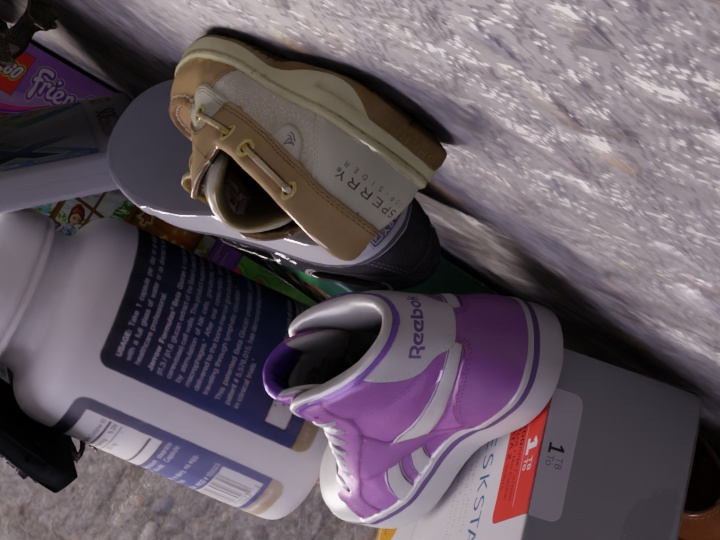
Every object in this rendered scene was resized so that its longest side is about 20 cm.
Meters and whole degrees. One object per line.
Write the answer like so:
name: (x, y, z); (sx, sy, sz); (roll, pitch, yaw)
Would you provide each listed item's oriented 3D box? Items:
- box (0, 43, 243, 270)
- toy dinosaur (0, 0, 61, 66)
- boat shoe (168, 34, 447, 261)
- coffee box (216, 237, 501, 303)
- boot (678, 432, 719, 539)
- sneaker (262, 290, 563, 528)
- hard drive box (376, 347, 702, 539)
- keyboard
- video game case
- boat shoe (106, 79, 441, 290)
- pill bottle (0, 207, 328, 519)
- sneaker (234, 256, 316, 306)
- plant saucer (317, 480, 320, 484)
box: (-0.162, -0.033, 1.332); (0.199, 0.137, 0.039); (30, 174, 26)
toy dinosaur: (-0.208, -0.093, 1.171); (0.077, 0.201, 0.102); (25, 138, -17)
boat shoe: (-0.039, -0.048, 0.960); (0.074, 0.067, 0.200); (37, 172, -23)
coffee box: (0.000, 0.000, 1.192); (0.199, 0.044, 0.123); (33, 172, 7)
boot: (0.152, 0.112, 1.207); (0.200, 0.074, 0.155); (28, 164, 46)
sneaker: (-0.002, 0.058, 1.079); (0.113, 0.073, 0.201); (7, 150, -22)
hard drive box: (0.071, 0.138, 1.107); (0.076, 0.157, 0.200); (19, 160, -15)
keyboard: (-0.190, 0.072, 1.254); (0.104, 0.040, 0.200); (37, -171, -22)
video game case: (-0.209, -0.052, 1.216); (0.182, 0.198, 0.022); (-129, 28, -74)
boat shoe: (-0.038, -0.035, 1.075); (0.199, 0.070, 0.066); (16, 161, 45)
pill bottle: (-0.109, 0.040, 1.207); (0.199, 0.112, 0.111); (25, 176, -16)
sneaker: (-0.100, -0.020, 1.401); (0.199, 0.077, 0.084); (34, 177, 30)
plant saucer: (-0.065, 0.081, 1.392); (0.199, 0.051, 0.201); (23, 175, 2)
